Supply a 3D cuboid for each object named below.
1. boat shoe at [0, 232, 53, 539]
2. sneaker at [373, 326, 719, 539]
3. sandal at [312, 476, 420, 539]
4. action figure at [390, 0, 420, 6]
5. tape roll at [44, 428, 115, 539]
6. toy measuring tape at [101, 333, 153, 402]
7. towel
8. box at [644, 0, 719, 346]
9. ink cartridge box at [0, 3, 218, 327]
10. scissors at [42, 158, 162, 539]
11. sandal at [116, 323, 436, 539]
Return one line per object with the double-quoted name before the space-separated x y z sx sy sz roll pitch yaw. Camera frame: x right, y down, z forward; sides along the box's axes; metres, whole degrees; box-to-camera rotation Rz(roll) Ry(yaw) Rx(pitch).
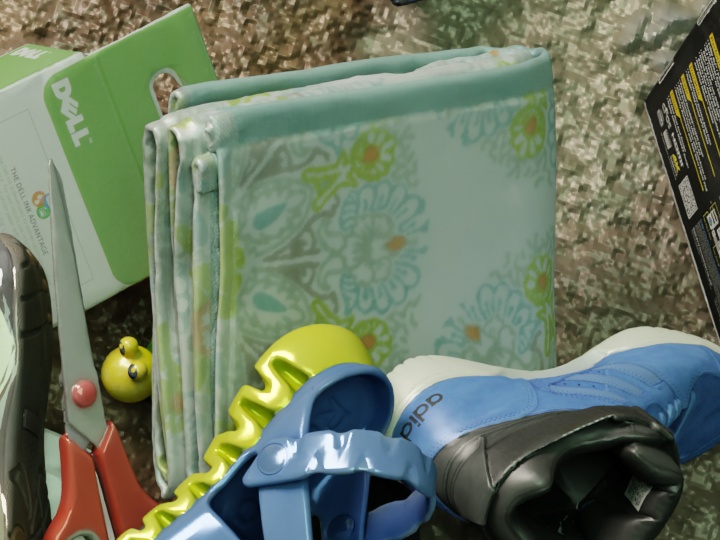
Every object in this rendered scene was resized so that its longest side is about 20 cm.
"boat shoe" -0.162 0.085 0.987 0.073 0.075 0.201 -2 72 7
"sneaker" 0.109 0.078 1.047 0.199 0.111 0.077 1 114 -38
"sandal" -0.007 0.146 1.060 0.075 0.048 0.201 17 49 -16
"action figure" -0.019 -0.227 1.153 0.192 0.105 0.201 5 98 -12
"tape roll" -0.166 0.163 1.031 0.201 0.071 0.204 2 74 -9
"toy measuring tape" -0.019 0.012 1.095 0.199 0.074 0.074 -19 78 -12
"towel" 0.000 0.000 1.049 0.199 0.048 0.172 -11 110 -34
"box" 0.188 -0.015 1.089 0.049 0.160 0.201 -13 75 -13
"ink cartridge box" -0.150 -0.030 1.066 0.199 0.059 0.104 -29 112 -24
"scissors" -0.111 0.062 0.974 0.073 0.014 0.201 -29 112 -27
"sandal" -0.040 0.116 0.965 0.087 0.079 0.201 27 81 42
